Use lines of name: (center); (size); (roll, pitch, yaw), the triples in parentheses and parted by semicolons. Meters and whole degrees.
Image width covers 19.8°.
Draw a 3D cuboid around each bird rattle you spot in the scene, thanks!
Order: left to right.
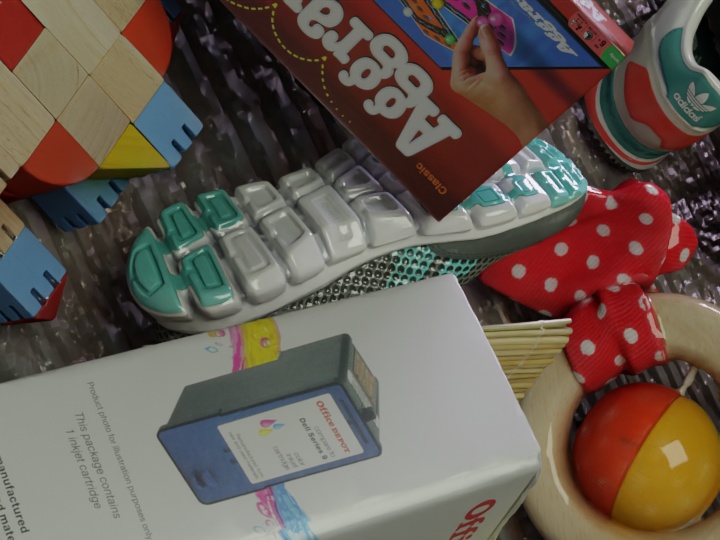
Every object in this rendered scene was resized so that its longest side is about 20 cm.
bird rattle: (0.131, 0.056, 0.890); (0.200, 0.113, 0.163); (28, 92, 4)

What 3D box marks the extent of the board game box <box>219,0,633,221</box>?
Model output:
board game box: (-0.005, -0.120, 0.758); (0.200, 0.103, 0.019); (45, 32, -6)

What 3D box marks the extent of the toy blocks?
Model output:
toy blocks: (-0.124, -0.075, 0.792); (0.137, 0.100, 0.200); (49, 53, -26)

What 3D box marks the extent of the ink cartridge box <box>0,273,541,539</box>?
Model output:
ink cartridge box: (-0.054, 0.090, 0.735); (0.199, 0.145, 0.088); (-12, 64, -23)

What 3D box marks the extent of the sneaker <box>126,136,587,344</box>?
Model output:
sneaker: (0.000, 0.000, 0.841); (0.199, 0.091, 0.078); (-17, 44, -19)

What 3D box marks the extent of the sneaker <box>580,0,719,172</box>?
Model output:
sneaker: (0.187, -0.131, 0.982); (0.070, 0.093, 0.200); (45, 61, -15)

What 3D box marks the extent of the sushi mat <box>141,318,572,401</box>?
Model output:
sushi mat: (-0.013, 0.055, 0.826); (0.199, 0.096, 0.012); (-3, 54, -32)

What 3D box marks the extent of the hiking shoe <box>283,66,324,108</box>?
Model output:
hiking shoe: (-0.030, -0.152, 0.881); (0.200, 0.076, 0.101); (49, 38, -8)
